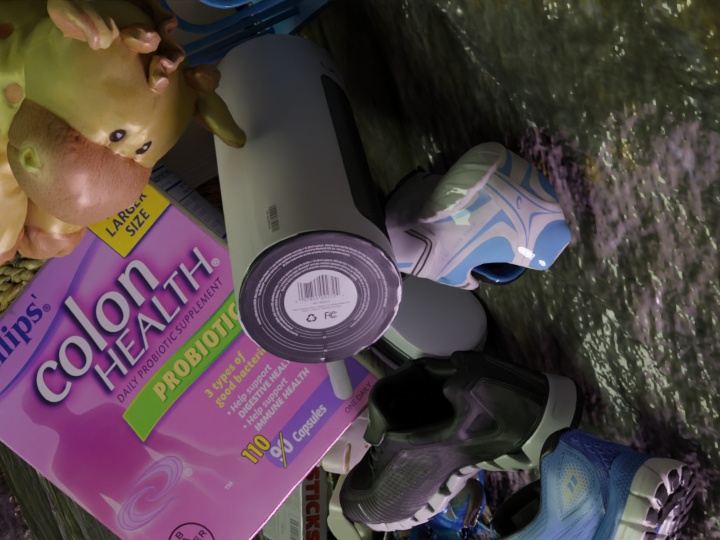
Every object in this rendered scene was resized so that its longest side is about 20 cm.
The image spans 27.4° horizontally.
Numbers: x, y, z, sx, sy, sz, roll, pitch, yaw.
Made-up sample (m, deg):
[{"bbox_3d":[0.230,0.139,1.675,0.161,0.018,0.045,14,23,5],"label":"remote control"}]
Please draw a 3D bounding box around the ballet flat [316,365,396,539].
[{"bbox_3d":[-0.001,0.138,1.043,0.069,0.071,0.200,11,126,30],"label":"ballet flat"}]

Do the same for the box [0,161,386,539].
[{"bbox_3d":[-0.114,0.061,0.900,0.200,0.176,0.097,41,-174,-5],"label":"box"}]

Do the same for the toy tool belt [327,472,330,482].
[{"bbox_3d":[-0.103,0.111,1.185,0.200,0.123,0.125,50,156,25],"label":"toy tool belt"}]

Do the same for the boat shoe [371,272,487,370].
[{"bbox_3d":[0.000,0.000,0.906,0.200,0.072,0.068,42,151,25],"label":"boat shoe"}]

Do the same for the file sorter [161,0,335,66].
[{"bbox_3d":[-0.085,-0.189,0.789,0.139,0.123,0.200,63,158,-4],"label":"file sorter"}]

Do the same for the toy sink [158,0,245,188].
[{"bbox_3d":[-0.150,-0.164,0.978,0.130,0.112,0.200,22,141,58],"label":"toy sink"}]

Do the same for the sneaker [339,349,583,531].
[{"bbox_3d":[0.032,0.092,0.846,0.090,0.067,0.200,29,143,-21],"label":"sneaker"}]

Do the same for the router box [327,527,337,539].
[{"bbox_3d":[-0.044,0.253,1.192,0.051,0.149,0.200,57,157,10],"label":"router box"}]

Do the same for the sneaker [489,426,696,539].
[{"bbox_3d":[0.118,0.155,0.797,0.089,0.079,0.200,31,138,27],"label":"sneaker"}]

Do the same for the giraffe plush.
[{"bbox_3d":[-0.147,-0.084,0.736,0.162,0.172,0.200,18,108,37],"label":"giraffe plush"}]

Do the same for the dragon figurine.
[{"bbox_3d":[0.064,0.161,0.960,0.100,0.059,0.200,64,163,-11],"label":"dragon figurine"}]

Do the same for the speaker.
[{"bbox_3d":[-0.034,-0.044,0.769,0.200,0.081,0.081,-104,2,-53],"label":"speaker"}]

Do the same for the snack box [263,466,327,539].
[{"bbox_3d":[-0.049,0.105,1.088,0.072,0.024,0.200,12,103,63],"label":"snack box"}]

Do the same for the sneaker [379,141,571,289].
[{"bbox_3d":[0.045,-0.018,0.781,0.073,0.072,0.200,49,165,-9],"label":"sneaker"}]

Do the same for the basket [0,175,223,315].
[{"bbox_3d":[-0.151,0.015,1.032,0.143,0.200,0.149,21,110,55],"label":"basket"}]
